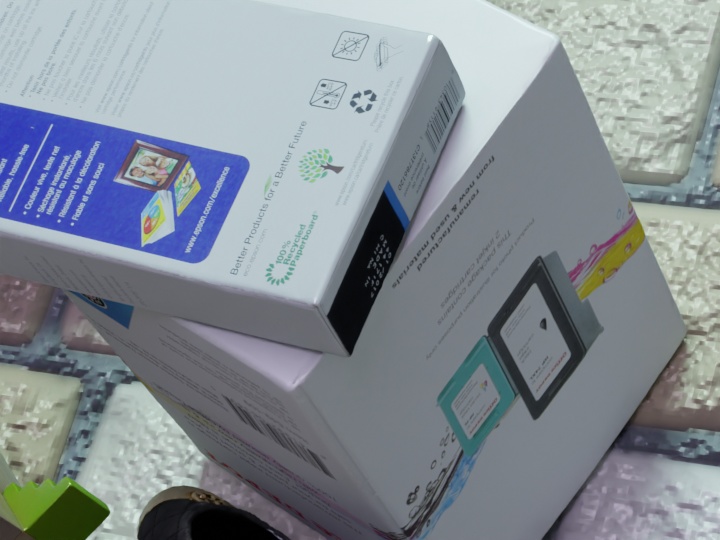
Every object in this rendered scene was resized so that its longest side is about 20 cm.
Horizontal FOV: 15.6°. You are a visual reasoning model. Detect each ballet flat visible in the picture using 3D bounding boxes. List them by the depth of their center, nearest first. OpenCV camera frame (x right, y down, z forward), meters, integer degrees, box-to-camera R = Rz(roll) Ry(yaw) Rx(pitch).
[{"bbox_3d":[-0.025,0.109,0.920,0.200,0.066,0.057,28,109,61],"label":"ballet flat"}]

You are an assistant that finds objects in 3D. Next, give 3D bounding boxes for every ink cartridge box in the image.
[{"bbox_3d":[-0.075,-0.042,0.831,0.199,0.039,0.100,14,67,26],"label":"ink cartridge box"},{"bbox_3d":[0.000,0.000,0.923,0.146,0.200,0.146,30,75,31],"label":"ink cartridge box"}]

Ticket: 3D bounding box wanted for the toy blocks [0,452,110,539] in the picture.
[{"bbox_3d":[-0.206,0.113,1.015,0.200,0.100,0.137,-45,43,5],"label":"toy blocks"}]
